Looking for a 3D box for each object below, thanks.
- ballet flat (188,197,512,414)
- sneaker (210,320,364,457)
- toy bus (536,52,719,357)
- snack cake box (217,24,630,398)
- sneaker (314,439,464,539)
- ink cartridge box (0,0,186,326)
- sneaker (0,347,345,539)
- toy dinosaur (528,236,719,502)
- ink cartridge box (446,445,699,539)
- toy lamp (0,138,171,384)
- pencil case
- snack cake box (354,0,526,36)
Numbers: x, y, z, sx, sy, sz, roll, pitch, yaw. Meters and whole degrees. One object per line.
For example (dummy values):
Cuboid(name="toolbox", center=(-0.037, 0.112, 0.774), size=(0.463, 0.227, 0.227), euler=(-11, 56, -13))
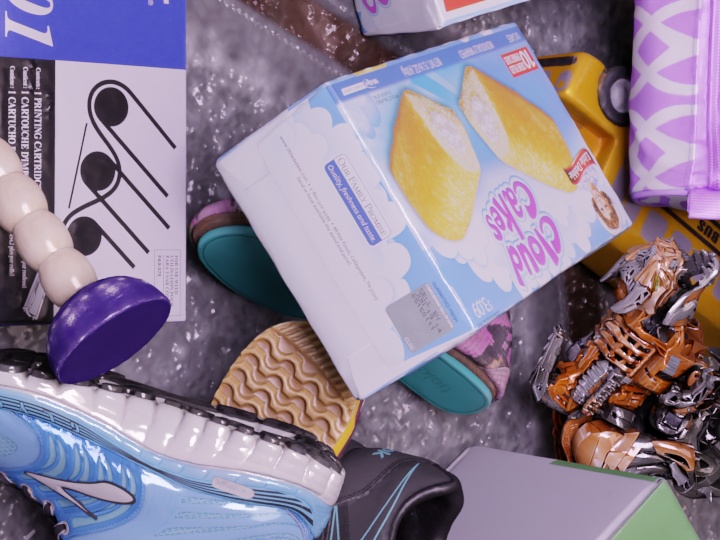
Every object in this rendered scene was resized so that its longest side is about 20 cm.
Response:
Cuboid(name="ballet flat", center=(0.000, 0.000, 0.857), size=(0.200, 0.069, 0.071), euler=(32, 55, -35))
Cuboid(name="sneaker", center=(-0.067, 0.109, 0.802), size=(0.075, 0.090, 0.200), euler=(44, 91, 9))
Cuboid(name="toy bus", center=(0.150, -0.033, 0.955), size=(0.200, 0.065, 0.078), euler=(35, 73, -31))
Cuboid(name="snack cake box", center=(0.036, -0.032, 0.801), size=(0.115, 0.067, 0.200), euler=(58, 30, 2))
Cuboid(name="sneaker", center=(-0.010, 0.171, 0.816), size=(0.075, 0.079, 0.200), euler=(40, 60, -51))
Cuboid(name="ink cartridge box", center=(-0.124, -0.077, 0.775), size=(0.094, 0.044, 0.200), euler=(-1, 91, -37))
Cuboid(name="sneaker", center=(-0.112, 0.086, 0.723), size=(0.200, 0.078, 0.090), euler=(16, 91, 5))
Cuboid(name="toy dinosaur", center=(0.143, 0.070, 0.915), size=(0.136, 0.200, 0.102), euler=(6, 55, -15))
Cuboid(name="ink cartridge box", center=(0.119, 0.192, 0.887), size=(0.084, 0.146, 0.200), euler=(-42, 112, -26))
Cuboid(name="toy lamp", center=(-0.149, -0.050, 0.700), size=(0.058, 0.058, 0.200), euler=(-29, 71, -31))
Cuboid(name="pencil case", center=(0.172, -0.123, 0.873), size=(0.084, 0.085, 0.200), euler=(1, 90, -1))
Cuboid(name="snack cake box", center=(0.083, -0.196, 0.904), size=(0.200, 0.067, 0.115), euler=(-21, 104, -33))
